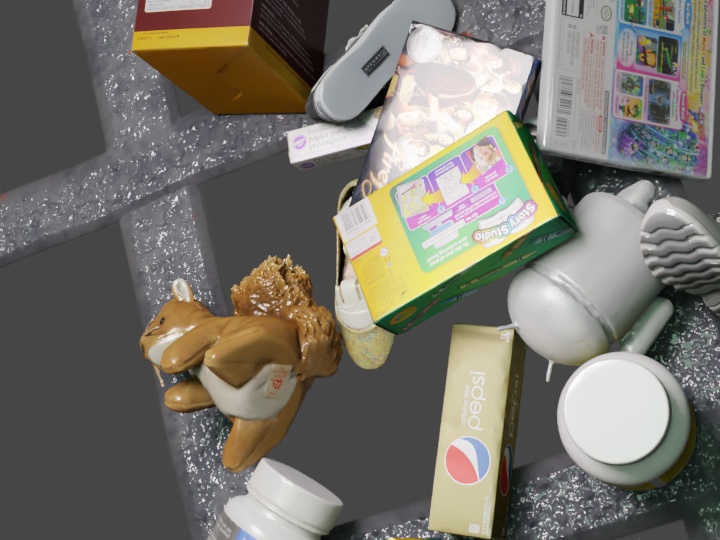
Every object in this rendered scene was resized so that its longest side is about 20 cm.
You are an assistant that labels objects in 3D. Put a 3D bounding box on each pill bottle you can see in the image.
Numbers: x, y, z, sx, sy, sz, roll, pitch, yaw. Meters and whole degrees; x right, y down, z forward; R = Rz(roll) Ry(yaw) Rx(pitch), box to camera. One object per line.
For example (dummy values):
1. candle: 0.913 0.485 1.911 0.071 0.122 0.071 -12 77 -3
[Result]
1. pill bottle: 0.234 0.133 0.996 0.112 0.200 0.113 -4 76 18
2. pill bottle: -0.105 0.296 1.124 0.113 0.114 0.201 28 88 23

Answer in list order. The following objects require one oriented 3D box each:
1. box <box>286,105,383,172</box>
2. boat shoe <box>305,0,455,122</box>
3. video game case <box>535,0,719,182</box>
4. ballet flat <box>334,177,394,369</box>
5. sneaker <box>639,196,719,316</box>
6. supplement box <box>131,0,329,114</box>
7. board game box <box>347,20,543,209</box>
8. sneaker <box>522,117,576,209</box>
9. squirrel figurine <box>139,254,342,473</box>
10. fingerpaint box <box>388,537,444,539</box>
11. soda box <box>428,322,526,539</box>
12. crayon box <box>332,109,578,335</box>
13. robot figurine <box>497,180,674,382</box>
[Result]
1. box: 0.020 -0.151 1.223 0.199 0.041 0.039 -13 74 15
2. boat shoe: 0.020 -0.228 1.223 0.074 0.068 0.200 46 73 -18
3. video game case: 0.262 -0.197 1.106 0.181 0.024 0.202 8 79 -14
4. ballet flat: 0.000 0.000 1.181 0.070 0.071 0.202 -2 77 19
5. sneaker: 0.316 -0.020 1.023 0.074 0.200 0.083 -8 59 43
6. supplement box: -0.129 -0.296 1.223 0.132 0.197 0.202 2 79 19
7. board game box: 0.082 -0.130 1.118 0.135 0.035 0.201 20 94 21
8. sneaker: 0.125 -0.089 1.153 0.198 0.075 0.115 -3 77 19
9. squirrel figurine: -0.127 0.075 1.184 0.199 0.142 0.186 -33 37 -27
10. fingerpaint box: 0.125 0.306 1.013 0.199 0.167 0.074 18 84 23
11. soda box: 0.115 0.155 1.104 0.064 0.068 0.202 3 79 20
12. crayon box: 0.084 -0.042 1.049 0.199 0.058 0.119 -30 63 18
13. robot figurine: 0.217 0.008 1.067 0.170 0.113 0.200 43 80 3
